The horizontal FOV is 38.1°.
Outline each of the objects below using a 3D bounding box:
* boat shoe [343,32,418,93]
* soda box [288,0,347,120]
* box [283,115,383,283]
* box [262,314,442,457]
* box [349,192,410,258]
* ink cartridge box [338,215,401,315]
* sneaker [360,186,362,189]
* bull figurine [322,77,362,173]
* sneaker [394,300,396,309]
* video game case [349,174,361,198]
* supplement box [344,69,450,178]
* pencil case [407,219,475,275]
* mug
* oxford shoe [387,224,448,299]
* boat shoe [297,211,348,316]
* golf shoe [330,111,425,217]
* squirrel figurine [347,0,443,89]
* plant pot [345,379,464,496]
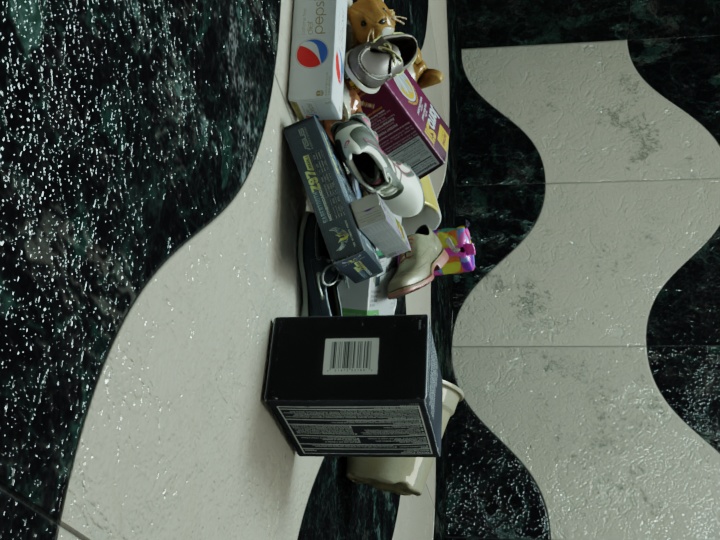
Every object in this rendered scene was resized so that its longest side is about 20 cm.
[{"bbox_3d":[0.033,-0.312,1.537,0.072,0.059,0.200,56,27,-4],"label":"boat shoe"},{"bbox_3d":[-0.058,-0.311,1.445,0.068,0.063,0.201,59,31,-69],"label":"soda box"},{"bbox_3d":[-0.035,-0.092,1.417,0.158,0.051,0.201,47,22,-76],"label":"box"},{"bbox_3d":[-0.002,0.151,1.339,0.199,0.199,0.124,74,18,-58],"label":"box"},{"bbox_3d":[0.030,-0.059,1.425,0.200,0.041,0.039,39,30,-73],"label":"box"},{"bbox_3d":[0.000,0.000,1.590,0.146,0.084,0.201,-3,99,-72],"label":"ink cartridge box"},{"bbox_3d":[0.010,-0.225,1.828,0.079,0.075,0.200,118,-26,-46],"label":"sneaker"},{"bbox_3d":[-0.025,-0.221,1.553,0.200,0.065,0.122,78,-8,-64],"label":"bull figurine"},{"bbox_3d":[0.028,0.063,1.826,0.200,0.075,0.100,-87,173,-54],"label":"sneaker"},{"bbox_3d":[-0.020,-0.071,1.736,0.200,0.025,0.181,-79,164,-48],"label":"video game case"},{"bbox_3d":[0.047,-0.251,1.686,0.200,0.103,0.131,51,26,-23],"label":"supplement box"},{"bbox_3d":[0.097,-0.026,1.756,0.088,0.199,0.089,-10,90,-78],"label":"pencil case"},{"bbox_3d":[0.077,-0.161,1.930,0.187,0.149,0.154,-47,-140,51],"label":"mug"},{"bbox_3d":[0.076,-0.013,1.613,0.075,0.070,0.200,64,24,-10],"label":"oxford shoe"},{"bbox_3d":[-0.050,0.016,1.457,0.075,0.062,0.201,10,78,-72],"label":"boat shoe"},{"bbox_3d":[0.025,-0.130,1.487,0.200,0.077,0.088,45,23,-35],"label":"golf shoe"},{"bbox_3d":[0.026,-0.390,1.795,0.187,0.141,0.200,59,-2,-34],"label":"squirrel figurine"},{"bbox_3d":[0.059,0.274,1.755,0.201,0.200,0.184,64,38,-67],"label":"plant pot"}]
